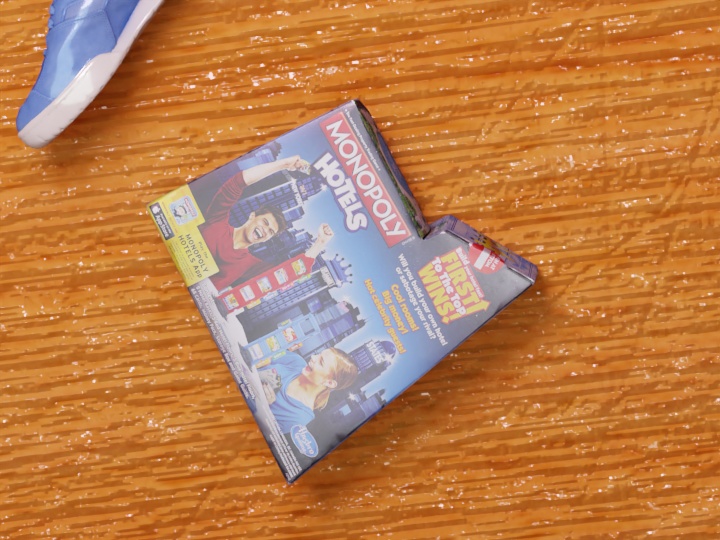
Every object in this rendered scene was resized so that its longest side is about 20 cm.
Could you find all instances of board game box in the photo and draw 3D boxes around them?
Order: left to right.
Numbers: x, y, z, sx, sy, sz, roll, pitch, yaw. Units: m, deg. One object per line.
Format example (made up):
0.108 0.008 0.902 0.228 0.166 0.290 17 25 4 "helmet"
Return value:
0.000 0.000 1.623 0.199 0.062 0.201 -25 97 9 "board game box"

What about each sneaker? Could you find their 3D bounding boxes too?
-0.178 -0.181 1.597 0.111 0.077 0.200 36 98 -8 "sneaker"
